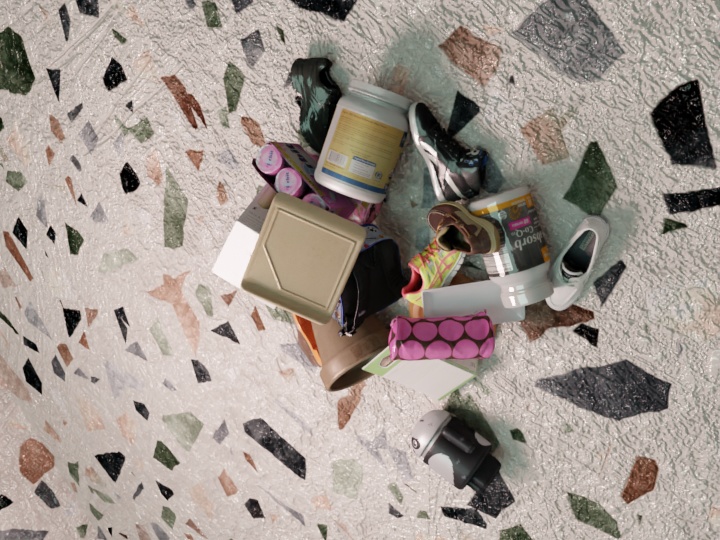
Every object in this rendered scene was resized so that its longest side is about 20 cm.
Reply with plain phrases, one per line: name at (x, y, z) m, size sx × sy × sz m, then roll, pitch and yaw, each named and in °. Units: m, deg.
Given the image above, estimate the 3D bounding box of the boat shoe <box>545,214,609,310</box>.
boat shoe at (0.376, -0.006, 1.221) m, size 0.073 × 0.065 × 0.201 m, roll 26°, pitch 124°, yaw 21°

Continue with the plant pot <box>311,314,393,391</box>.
plant pot at (-0.026, 0.144, 1.508) m, size 0.200 × 0.199 × 0.175 m, roll -45°, pitch 67°, yaw 39°

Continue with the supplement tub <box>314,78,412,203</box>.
supplement tub at (0.008, -0.242, 1.287) m, size 0.144 × 0.144 × 0.201 m, roll 25°, pitch 102°, yaw 23°

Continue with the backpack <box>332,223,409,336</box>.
backpack at (0.000, 0.000, 1.391) m, size 0.154 × 0.199 × 0.191 m, roll 39°, pitch 147°, yaw 30°

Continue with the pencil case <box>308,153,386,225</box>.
pencil case at (-0.047, -0.169, 1.428) m, size 0.199 × 0.083 × 0.087 m, roll 30°, pitch 87°, yaw 20°

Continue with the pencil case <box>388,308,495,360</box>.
pencil case at (0.152, 0.124, 1.303) m, size 0.198 × 0.091 × 0.095 m, roll -2°, pitch 78°, yaw -3°

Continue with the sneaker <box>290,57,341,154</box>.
sneaker at (-0.078, -0.332, 1.382) m, size 0.090 × 0.076 × 0.202 m, roll -3°, pitch 112°, yaw 28°

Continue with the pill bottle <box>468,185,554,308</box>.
pill bottle at (0.274, -0.042, 1.230) m, size 0.116 × 0.116 × 0.202 m, roll -15°, pitch 96°, yaw 38°

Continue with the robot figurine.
robot figurine at (0.203, 0.394, 1.489) m, size 0.199 × 0.125 × 0.151 m, roll 36°, pitch 114°, yaw 15°

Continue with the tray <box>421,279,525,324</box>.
tray at (0.219, 0.062, 1.328) m, size 0.198 × 0.022 × 0.108 m, roll -8°, pitch 124°, yaw 2°

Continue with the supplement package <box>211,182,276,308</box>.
supplement package at (-0.180, -0.063, 1.412) m, size 0.151 × 0.200 × 0.151 m, roll 31°, pitch 126°, yaw -5°

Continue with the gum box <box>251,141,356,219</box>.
gum box at (-0.114, -0.171, 1.353) m, size 0.200 × 0.113 × 0.066 m, roll 48°, pitch 113°, yaw 14°

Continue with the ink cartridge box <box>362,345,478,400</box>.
ink cartridge box at (0.123, 0.197, 1.429) m, size 0.199 × 0.048 × 0.146 m, roll 25°, pitch 140°, yaw -15°

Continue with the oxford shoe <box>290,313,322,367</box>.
oxford shoe at (-0.134, 0.148, 1.646) m, size 0.073 × 0.071 × 0.201 m, roll -15°, pitch 103°, yaw 43°

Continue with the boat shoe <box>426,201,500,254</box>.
boat shoe at (0.164, -0.070, 1.217) m, size 0.200 × 0.072 × 0.073 m, roll 39°, pitch 143°, yaw 56°

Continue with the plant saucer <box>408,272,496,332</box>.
plant saucer at (0.185, 0.100, 1.422) m, size 0.199 × 0.037 × 0.202 m, roll 16°, pitch 120°, yaw 29°

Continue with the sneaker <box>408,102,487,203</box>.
sneaker at (0.172, -0.227, 1.260) m, size 0.111 × 0.073 × 0.201 m, roll -10°, pitch 115°, yaw 34°

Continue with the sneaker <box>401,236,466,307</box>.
sneaker at (0.141, -0.017, 1.330) m, size 0.201 × 0.090 × 0.078 m, roll -71°, pitch 24°, yaw 13°

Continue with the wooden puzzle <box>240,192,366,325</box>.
wooden puzzle at (-0.107, -0.022, 1.280) m, size 0.184 × 0.037 × 0.201 m, roll 23°, pitch 99°, yaw -3°
